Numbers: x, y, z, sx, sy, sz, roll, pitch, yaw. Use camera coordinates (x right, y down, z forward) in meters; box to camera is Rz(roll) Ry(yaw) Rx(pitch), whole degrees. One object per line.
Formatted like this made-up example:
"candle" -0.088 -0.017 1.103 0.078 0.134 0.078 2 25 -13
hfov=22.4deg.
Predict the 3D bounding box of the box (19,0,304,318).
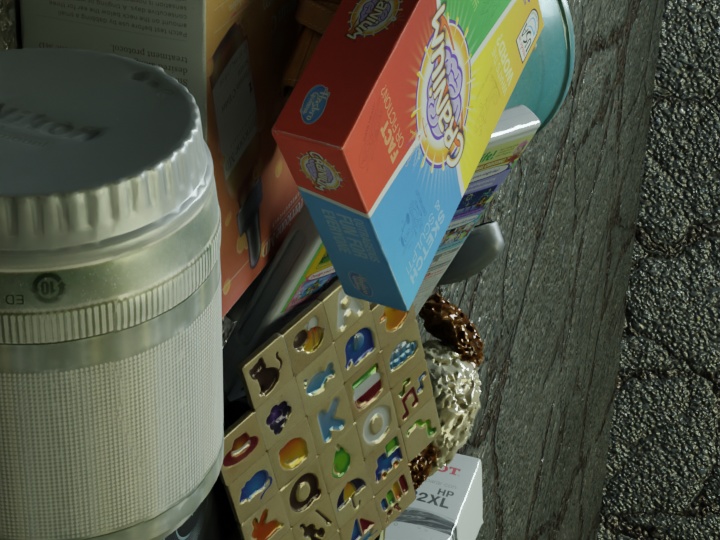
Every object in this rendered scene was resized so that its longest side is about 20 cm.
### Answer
"box" -0.100 -0.095 0.982 0.152 0.105 0.202 -55 152 -56

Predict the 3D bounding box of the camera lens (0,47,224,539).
"camera lens" -0.141 0.021 0.818 0.160 0.158 0.202 -55 152 -54

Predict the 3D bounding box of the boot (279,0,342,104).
"boot" 0.013 -0.144 1.013 0.200 0.076 0.157 43 61 -75

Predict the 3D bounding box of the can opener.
"can opener" 0.000 0.000 1.235 0.067 0.199 0.053 67 19 -1

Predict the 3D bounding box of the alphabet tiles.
"alphabet tiles" -0.017 0.101 1.099 0.166 0.006 0.201 -40 136 -28

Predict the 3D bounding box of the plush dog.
"plush dog" 0.013 0.106 1.324 0.160 0.171 0.201 41 57 -33

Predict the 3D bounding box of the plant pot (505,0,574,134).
"plant pot" 0.015 -0.132 1.227 0.188 0.199 0.202 -40 142 -43

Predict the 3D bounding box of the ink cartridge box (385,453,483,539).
"ink cartridge box" 0.008 0.238 1.525 0.201 0.144 0.084 -62 157 -46

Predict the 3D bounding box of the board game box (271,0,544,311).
"board game box" 0.031 -0.103 0.950 0.201 0.040 0.153 -64 154 -23

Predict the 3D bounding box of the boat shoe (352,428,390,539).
"boat shoe" -0.015 0.160 1.187 0.066 0.071 0.202 -71 168 -47

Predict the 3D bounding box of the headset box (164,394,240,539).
"headset box" -0.146 0.155 1.022 0.174 0.092 0.202 68 37 -62

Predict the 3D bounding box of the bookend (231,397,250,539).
"bookend" -0.119 0.207 1.155 0.199 0.091 0.202 -44 141 -64

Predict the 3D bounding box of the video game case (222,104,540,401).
"video game case" 0.009 -0.012 1.102 0.199 0.022 0.183 -20 149 -50
